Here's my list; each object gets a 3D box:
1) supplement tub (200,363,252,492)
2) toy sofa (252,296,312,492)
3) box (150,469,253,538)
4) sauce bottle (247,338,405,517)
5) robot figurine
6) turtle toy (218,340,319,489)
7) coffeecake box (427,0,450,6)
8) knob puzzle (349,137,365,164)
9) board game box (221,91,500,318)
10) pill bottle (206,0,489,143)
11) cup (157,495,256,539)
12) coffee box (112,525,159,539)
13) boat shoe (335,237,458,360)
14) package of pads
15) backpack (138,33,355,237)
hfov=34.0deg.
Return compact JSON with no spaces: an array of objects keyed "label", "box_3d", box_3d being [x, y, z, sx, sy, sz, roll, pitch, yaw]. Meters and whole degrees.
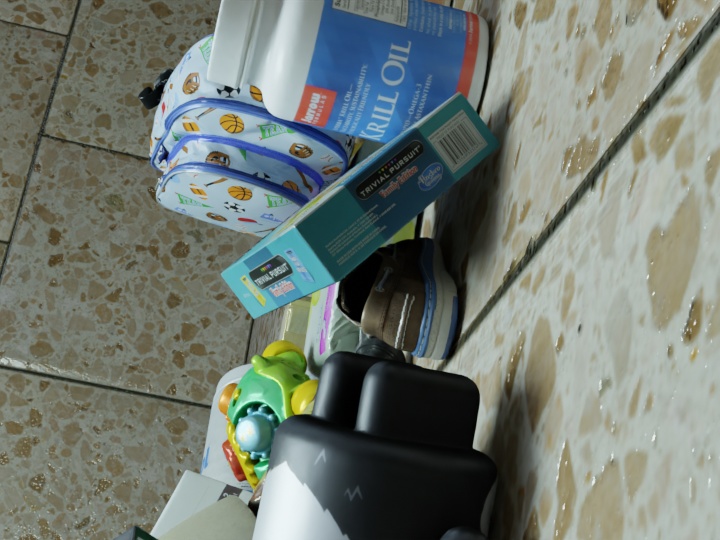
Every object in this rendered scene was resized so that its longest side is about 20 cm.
[{"label":"supplement tub","box_3d":[-0.111,0.219,1.303,0.132,0.131,0.201,110,168,-46]},{"label":"toy sofa","box_3d":[-0.050,0.129,1.174,0.098,0.082,0.202,149,132,-84]},{"label":"box","box_3d":[-0.155,0.343,1.137,0.199,0.130,0.201,-63,-13,-48]},{"label":"sauce bottle","box_3d":[-0.017,0.120,0.860,0.200,0.066,0.066,-59,-10,-49]},{"label":"robot figurine","box_3d":[0.002,0.147,0.616,0.150,0.124,0.202,40,-118,-85]},{"label":"turtle toy","box_3d":[-0.058,0.161,0.999,0.201,0.100,0.146,69,168,-19]},{"label":"coffeecake box","box_3d":[-0.020,-0.250,1.084,0.073,0.198,0.155,133,148,-75]},{"label":"knob puzzle","box_3d":[-0.069,-0.133,1.178,0.031,0.218,0.221,56,143,37]},{"label":"board game box","box_3d":[-0.008,-0.040,0.833,0.151,0.047,0.200,-40,6,-21]},{"label":"pill bottle","box_3d":[-0.011,-0.160,0.891,0.112,0.198,0.113,-169,90,-82]},{"label":"cup","box_3d":[-0.119,0.267,0.774,0.200,0.142,0.202,164,90,-71]},{"label":"coffee box","box_3d":[-0.159,0.249,0.635,0.123,0.044,0.201,-34,32,24]},{"label":"boat shoe","box_3d":[0.022,0.010,0.869,0.200,0.072,0.073,-126,48,-79]},{"label":"package of pads","box_3d":[0.000,0.000,1.054,0.155,0.068,0.202,131,150,-73]},{"label":"backpack","box_3d":[-0.091,-0.119,1.019,0.191,0.198,0.155,131,147,-62]}]
